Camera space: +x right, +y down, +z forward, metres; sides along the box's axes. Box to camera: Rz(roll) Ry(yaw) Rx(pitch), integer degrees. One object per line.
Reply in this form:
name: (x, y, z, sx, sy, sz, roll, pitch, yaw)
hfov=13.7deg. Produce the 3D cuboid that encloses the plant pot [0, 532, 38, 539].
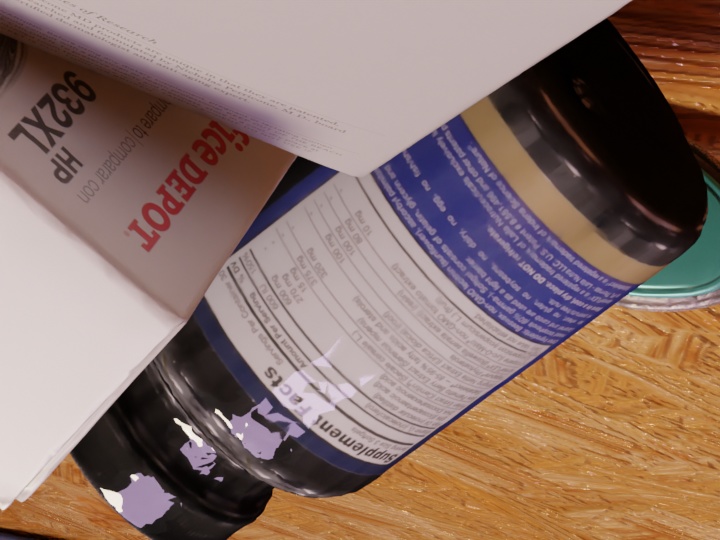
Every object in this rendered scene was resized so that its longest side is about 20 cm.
plant pot: (-0.249, 0.319, 2.322, 0.200, 0.201, 0.180, 5, 165, 37)

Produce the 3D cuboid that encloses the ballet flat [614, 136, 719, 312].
ballet flat: (0.055, -0.032, 1.057, 0.199, 0.068, 0.067, 18, -175, 21)

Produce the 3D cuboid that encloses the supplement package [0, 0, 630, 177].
supplement package: (-0.003, -0.114, 0.709, 0.119, 0.122, 0.200, 22, 164, -13)

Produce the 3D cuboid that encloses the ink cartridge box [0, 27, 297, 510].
ink cartridge box: (-0.124, -0.054, 0.819, 0.200, 0.145, 0.084, 42, 116, -6)

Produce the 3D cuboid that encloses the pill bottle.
pill bottle: (0.000, 0.000, 0.937, 0.200, 0.112, 0.112, -37, 136, 22)
